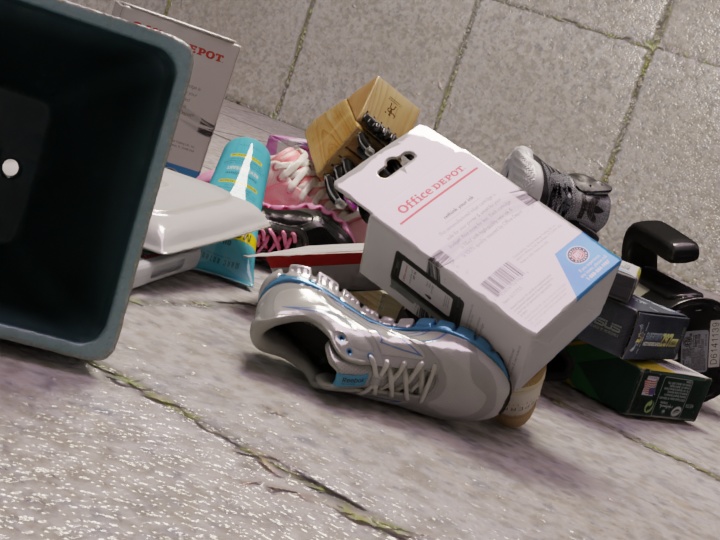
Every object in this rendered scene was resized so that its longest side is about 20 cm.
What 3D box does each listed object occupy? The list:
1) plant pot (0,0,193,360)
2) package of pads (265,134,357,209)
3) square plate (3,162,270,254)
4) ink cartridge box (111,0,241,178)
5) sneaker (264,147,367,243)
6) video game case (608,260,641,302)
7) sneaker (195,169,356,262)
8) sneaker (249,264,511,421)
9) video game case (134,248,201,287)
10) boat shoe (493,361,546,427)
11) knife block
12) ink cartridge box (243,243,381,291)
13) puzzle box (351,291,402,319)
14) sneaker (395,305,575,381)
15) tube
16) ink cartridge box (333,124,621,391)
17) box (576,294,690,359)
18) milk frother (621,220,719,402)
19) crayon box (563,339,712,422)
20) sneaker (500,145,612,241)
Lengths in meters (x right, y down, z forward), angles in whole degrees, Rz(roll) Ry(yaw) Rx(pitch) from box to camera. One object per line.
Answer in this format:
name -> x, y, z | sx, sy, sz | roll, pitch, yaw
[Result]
plant pot -> -0.243, -0.071, 0.819 | 0.195, 0.198, 0.200 | 16, -1, -23
package of pads -> -0.061, -0.095, 1.565 | 0.075, 0.122, 0.200 | 18, 8, 17
square plate -> -0.203, -0.068, 1.138 | 0.199, 0.029, 0.198 | 20, 15, 18
ink cartridge box -> -0.242, -0.195, 1.513 | 0.145, 0.202, 0.086 | 17, 9, -20
sneaker -> -0.055, -0.073, 1.390 | 0.199, 0.106, 0.075 | 15, 25, 35
video game case -> 0.169, -0.020, 1.238 | 0.199, 0.026, 0.181 | 20, 8, 12
sneaker -> -0.102, -0.035, 1.317 | 0.199, 0.080, 0.095 | 19, 24, 15
sneaker -> 0.010, 0.069, 0.924 | 0.198, 0.075, 0.087 | 20, 26, 4
video game case -> -0.250, -0.035, 1.085 | 0.199, 0.023, 0.182 | 21, 8, 7
boat shoe -> 0.108, 0.048, 1.061 | 0.073, 0.070, 0.201 | -1, 35, -1
knife block -> -0.013, -0.108, 1.371 | 0.064, 0.176, 0.200 | 37, -32, -20
ink cartridge box -> 0.000, 0.000, 1.153 | 0.159, 0.051, 0.200 | -3, 5, 13
puzzle box -> 0.040, 0.022, 1.377 | 0.132, 0.026, 0.200 | 15, 9, -24
sneaker -> 0.114, 0.062, 1.140 | 0.090, 0.071, 0.199 | 22, 6, 40
tube -> -0.126, -0.055, 1.249 | 0.077, 0.051, 0.201 | 13, 38, -4
ink cartridge box -> 0.082, -0.015, 0.994 | 0.200, 0.068, 0.116 | 38, 53, 23
box -> 0.205, 0.028, 1.275 | 0.199, 0.051, 0.157 | 24, 9, 31
milk frother -> 0.383, 0.047, 1.462 | 0.198, 0.182, 0.188 | 14, 10, -14
crayon box -> 0.237, 0.088, 1.317 | 0.126, 0.051, 0.199 | 11, 13, -43
sneaker -> 0.193, -0.072, 1.271 | 0.113, 0.076, 0.200 | 15, 5, 1
